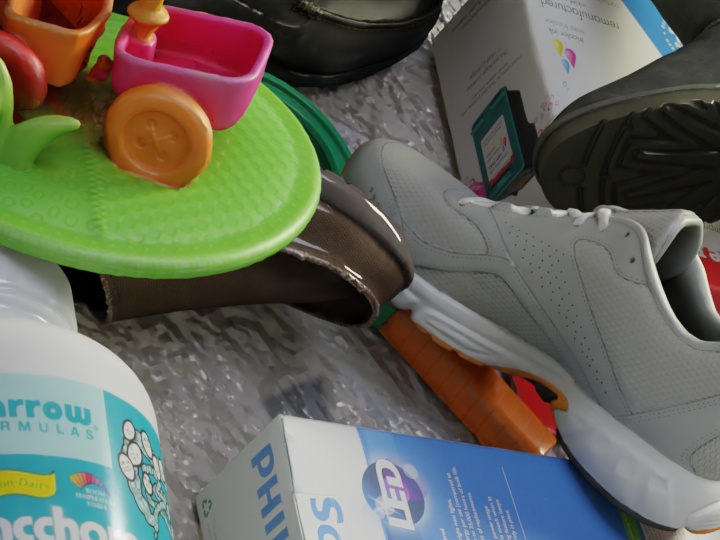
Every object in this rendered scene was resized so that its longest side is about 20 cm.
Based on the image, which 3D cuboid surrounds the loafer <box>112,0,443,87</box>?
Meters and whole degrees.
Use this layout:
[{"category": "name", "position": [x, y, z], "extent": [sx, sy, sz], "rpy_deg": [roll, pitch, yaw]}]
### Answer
[{"category": "loafer", "position": [-0.035, -0.121, 0.930], "extent": [0.199, 0.072, 0.073], "rpy_deg": [-4, 59, -44]}]

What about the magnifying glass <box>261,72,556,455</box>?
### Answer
[{"category": "magnifying glass", "position": [0.000, 0.000, 0.902], "extent": [0.200, 0.022, 0.080], "rpy_deg": [46, 39, 3]}]

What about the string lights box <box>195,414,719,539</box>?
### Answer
[{"category": "string lights box", "position": [0.048, 0.118, 0.810], "extent": [0.199, 0.059, 0.103], "rpy_deg": [11, 50, -34]}]

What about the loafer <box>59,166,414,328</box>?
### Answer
[{"category": "loafer", "position": [-0.077, -0.011, 0.813], "extent": [0.199, 0.073, 0.072], "rpy_deg": [17, 71, -17]}]

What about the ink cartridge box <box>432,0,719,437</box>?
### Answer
[{"category": "ink cartridge box", "position": [0.108, -0.025, 0.977], "extent": [0.115, 0.067, 0.201], "rpy_deg": [14, 49, -33]}]

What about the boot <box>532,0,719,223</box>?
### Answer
[{"category": "boot", "position": [0.128, -0.112, 0.954], "extent": [0.180, 0.073, 0.201], "rpy_deg": [-9, 49, -15]}]

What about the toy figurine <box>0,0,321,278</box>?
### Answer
[{"category": "toy figurine", "position": [-0.084, -0.124, 0.698], "extent": [0.198, 0.185, 0.150], "rpy_deg": [19, 32, 0]}]

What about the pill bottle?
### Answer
[{"category": "pill bottle", "position": [-0.105, 0.091, 0.659], "extent": [0.110, 0.111, 0.201], "rpy_deg": [13, 50, -33]}]

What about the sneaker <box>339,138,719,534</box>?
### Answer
[{"category": "sneaker", "position": [0.079, 0.000, 0.856], "extent": [0.200, 0.092, 0.075], "rpy_deg": [40, 26, 23]}]
